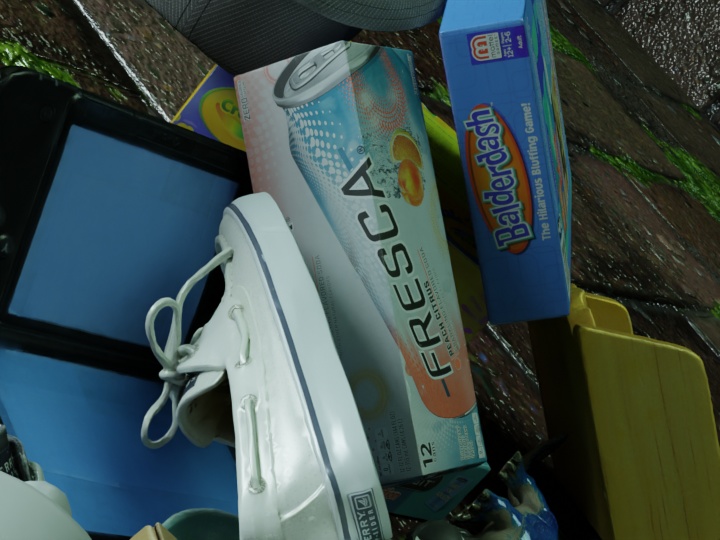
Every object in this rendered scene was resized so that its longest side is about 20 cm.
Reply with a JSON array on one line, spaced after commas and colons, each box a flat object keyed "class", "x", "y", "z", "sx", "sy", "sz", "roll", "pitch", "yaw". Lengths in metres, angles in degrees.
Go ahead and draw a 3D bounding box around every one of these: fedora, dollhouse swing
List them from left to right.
[{"class": "fedora", "x": -0.048, "y": -0.156, "z": 0.942, "sx": 0.176, "sy": 0.091, "sz": 0.200, "roll": 36, "pitch": 25, "yaw": -2}, {"class": "dollhouse swing", "x": 0.206, "y": 0.080, "z": 1.086, "sx": 0.200, "sy": 0.174, "sz": 0.184, "roll": -114, "pitch": -167, "yaw": -83}]

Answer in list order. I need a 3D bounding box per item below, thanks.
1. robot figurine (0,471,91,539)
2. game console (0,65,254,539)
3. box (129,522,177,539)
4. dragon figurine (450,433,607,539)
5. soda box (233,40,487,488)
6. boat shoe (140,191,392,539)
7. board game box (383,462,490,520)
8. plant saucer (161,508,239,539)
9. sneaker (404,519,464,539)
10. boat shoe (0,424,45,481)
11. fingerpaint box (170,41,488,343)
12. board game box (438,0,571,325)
[{"class": "robot figurine", "x": -0.129, "y": 0.123, "z": 0.487, "sx": 0.200, "sy": 0.112, "sz": 0.171, "roll": -57, "pitch": 131, "yaw": -72}, {"class": "game console", "x": -0.085, "y": 0.028, "z": 0.798, "sx": 0.116, "sy": 0.178, "sz": 0.199, "roll": 21, "pitch": 1, "yaw": 37}, {"class": "box", "x": -0.006, "y": 0.159, "z": 0.547, "sx": 0.164, "sy": 0.021, "sz": 0.200, "roll": 48, "pitch": -5, "yaw": -11}, {"class": "dragon figurine", "x": 0.096, "y": 0.154, "z": 0.977, "sx": 0.099, "sy": 0.059, "sz": 0.200, "roll": 45, "pitch": 19, "yaw": 5}, {"class": "soda box", "x": 0.000, "y": 0.000, "z": 0.856, "sx": 0.063, "sy": 0.068, "sz": 0.202, "roll": -4, "pitch": 81, "yaw": -57}, {"class": "boat shoe", "x": -0.052, "y": 0.046, "z": 0.755, "sx": 0.203, "sy": 0.085, "sz": 0.075, "roll": -111, "pitch": -173, "yaw": -47}, {"class": "board game box", "x": -0.033, "y": 0.036, "z": 0.986, "sx": 0.150, "sy": 0.047, "sz": 0.201, "roll": 19, "pitch": 30, "yaw": -51}, {"class": "plant saucer", "x": -0.019, "y": 0.180, "z": 0.696, "sx": 0.200, "sy": 0.036, "sz": 0.200, "roll": 45, "pitch": 13, "yaw": -14}, {"class": "sneaker", "x": 0.083, "y": 0.191, "z": 0.782, "sx": 0.201, "sy": 0.079, "sz": 0.074, "roll": 59, "pitch": -14, "yaw": 11}, {"class": "boat shoe", "x": -0.138, "y": 0.083, "z": 0.624, "sx": 0.200, "sy": 0.068, "sz": 0.072, "roll": 46, "pitch": 18, "yaw": -1}, {"class": "fingerpaint box", "x": -0.003, "y": -0.054, "z": 1.047, "sx": 0.200, "sy": 0.073, "sz": 0.167, "roll": 40, "pitch": 21, "yaw": -7}, {"class": "board game box", "x": 0.080, "y": -0.082, "z": 0.969, "sx": 0.200, "sy": 0.044, "sz": 0.154, "roll": -72, "pitch": 153, "yaw": -67}]
